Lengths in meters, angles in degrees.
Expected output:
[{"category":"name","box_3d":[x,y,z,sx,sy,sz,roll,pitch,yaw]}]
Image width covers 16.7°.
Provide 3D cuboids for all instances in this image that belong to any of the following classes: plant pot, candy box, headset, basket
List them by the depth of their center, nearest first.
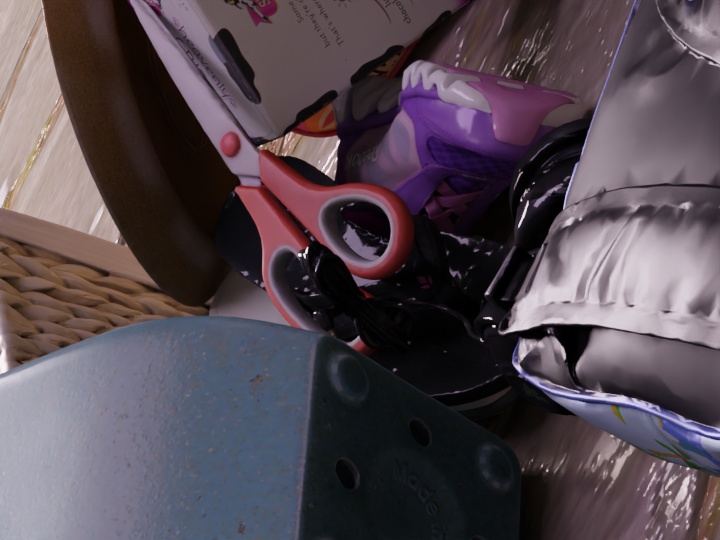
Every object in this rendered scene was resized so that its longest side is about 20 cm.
[{"category":"headset","box_3d":[0.073,-0.006,0.910,0.199,0.094,0.124,-20,40,39]},{"category":"plant pot","box_3d":[-0.043,0.130,0.978,0.200,0.196,0.197,-31,40,36]},{"category":"candy box","box_3d":[-0.013,-0.163,1.116,0.200,0.137,0.061,-37,9,-26]},{"category":"plant pot","box_3d":[-0.095,-0.083,1.156,0.027,0.200,0.201,-18,41,14]},{"category":"basket","box_3d":[-0.117,0.079,1.179,0.136,0.199,0.124,-57,31,26]}]

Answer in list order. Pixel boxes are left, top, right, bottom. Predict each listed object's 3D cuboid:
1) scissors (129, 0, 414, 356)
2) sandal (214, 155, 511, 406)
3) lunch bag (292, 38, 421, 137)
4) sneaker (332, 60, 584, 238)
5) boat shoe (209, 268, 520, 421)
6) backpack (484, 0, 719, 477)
[{"category":"scissors","box_3d":[-0.051,-0.039,1.033,0.200,0.014,0.073,39,113,31]},{"category":"sandal","box_3d":[-0.001,0.001,1.038,0.200,0.048,0.076,25,81,43]},{"category":"lunch bag","box_3d":[-0.038,-0.175,1.246,0.200,0.175,0.082,-50,25,36]},{"category":"sneaker","box_3d":[0.036,-0.043,1.098,0.200,0.080,0.089,178,106,-72]},{"category":"boat shoe","box_3d":[0.013,0.035,1.092,0.199,0.062,0.073,12,63,49]},{"category":"backpack","box_3d":[0.153,-0.017,0.693,0.184,0.146,0.200,-67,18,-1]}]
